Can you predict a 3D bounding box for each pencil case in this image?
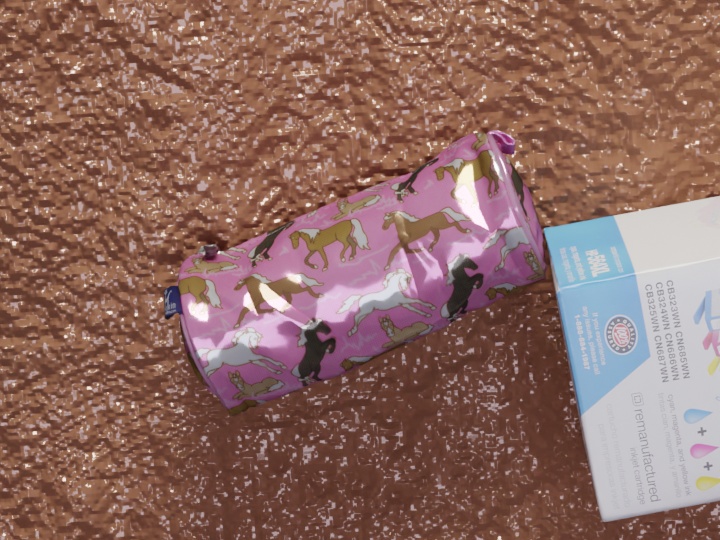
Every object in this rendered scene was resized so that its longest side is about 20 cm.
[{"bbox_3d":[0.000,0.000,1.448,0.199,0.083,0.087,-23,114,6],"label":"pencil case"}]

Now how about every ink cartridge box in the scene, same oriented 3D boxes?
[{"bbox_3d":[0.205,0.033,1.431,0.199,0.125,0.129,-11,103,4],"label":"ink cartridge box"}]
